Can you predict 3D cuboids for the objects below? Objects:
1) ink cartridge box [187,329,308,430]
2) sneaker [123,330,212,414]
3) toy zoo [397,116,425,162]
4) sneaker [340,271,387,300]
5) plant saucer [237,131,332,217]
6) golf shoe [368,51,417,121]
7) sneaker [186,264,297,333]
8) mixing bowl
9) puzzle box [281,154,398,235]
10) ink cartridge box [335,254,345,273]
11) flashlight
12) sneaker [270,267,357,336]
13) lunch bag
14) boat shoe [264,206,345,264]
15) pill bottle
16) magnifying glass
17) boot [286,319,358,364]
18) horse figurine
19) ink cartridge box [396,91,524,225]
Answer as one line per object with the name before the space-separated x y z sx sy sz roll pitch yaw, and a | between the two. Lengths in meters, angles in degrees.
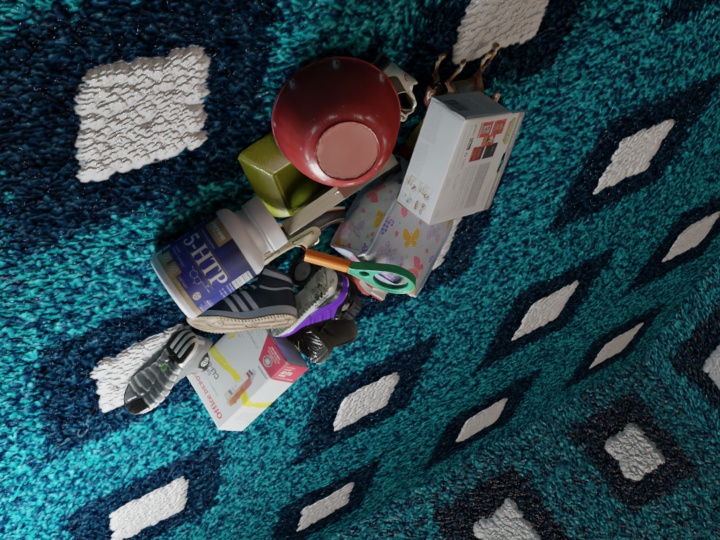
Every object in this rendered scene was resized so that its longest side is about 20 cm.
ink cartridge box | -0.221 0.194 1.947 0.200 0.146 0.083 -44 153 15
sneaker | -0.346 0.197 1.881 0.200 0.075 0.115 -45 156 14
toy zoo | 0.122 -0.219 1.840 0.131 0.021 0.200 -5 140 -49
sneaker | 0.035 -0.013 1.940 0.116 0.078 0.200 -49 165 5
plant saucer | -0.082 -0.173 1.622 0.199 0.048 0.200 -34 154 -7
golf shoe | 0.040 -0.250 1.585 0.078 0.088 0.201 -57 165 -24
sneaker | -0.214 0.049 1.821 0.198 0.110 0.070 -3 153 0
mixing bowl | -0.027 -0.200 1.474 0.198 0.109 0.202 -5 124 -8
puzzle box | -0.032 -0.128 1.650 0.133 0.026 0.200 -30 -175 34
ink cartridge box | 0.056 -0.070 1.981 0.199 0.043 0.197 -19 148 -34
flashlight | -0.063 0.034 1.934 0.200 0.067 0.069 34 63 -52
sneaker | -0.081 0.073 1.855 0.099 0.070 0.200 19 138 -40
lunch bag | 0.067 -0.083 1.812 0.169 0.127 0.201 36 80 -41
boat shoe | -0.109 -0.061 1.734 0.199 0.063 0.071 -21 -178 -26
pill bottle | -0.222 -0.027 1.604 0.199 0.120 0.120 -35 155 -5
magnifying glass | 0.000 0.000 1.734 0.198 0.023 0.080 17 154 -6
boot | -0.091 0.092 2.002 0.072 0.182 0.200 -36 -178 25
horse figurine | 0.170 -0.313 1.711 0.199 0.050 0.133 -20 144 -36
ink cartridge box | 0.172 -0.194 1.709 0.175 0.084 0.201 -15 133 -45
